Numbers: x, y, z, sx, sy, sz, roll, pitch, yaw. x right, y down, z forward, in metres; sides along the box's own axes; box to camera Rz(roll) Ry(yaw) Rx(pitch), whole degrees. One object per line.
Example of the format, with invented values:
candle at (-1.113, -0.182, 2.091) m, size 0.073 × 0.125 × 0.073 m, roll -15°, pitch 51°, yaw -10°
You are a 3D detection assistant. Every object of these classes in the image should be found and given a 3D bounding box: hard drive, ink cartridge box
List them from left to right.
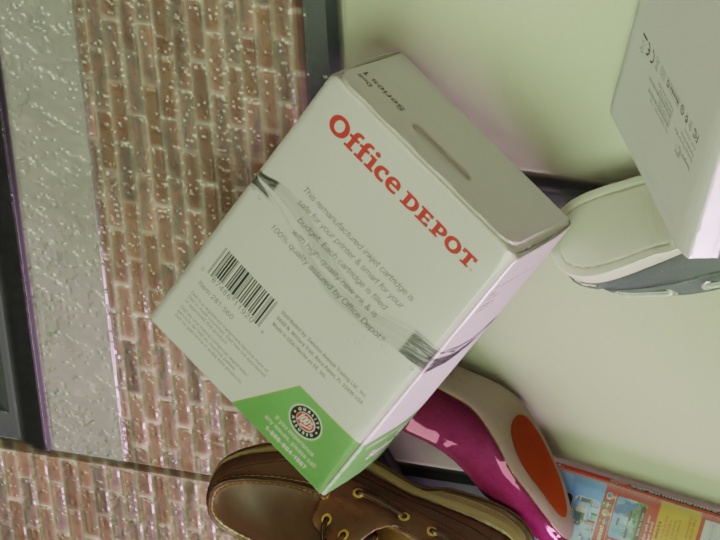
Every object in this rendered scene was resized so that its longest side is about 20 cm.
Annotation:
ink cartridge box at (0.000, 0.000, 1.629) m, size 0.146 × 0.084 × 0.200 m, roll 46°, pitch 120°, yaw 11°
hard drive at (0.177, -0.125, 1.489) m, size 0.026 × 0.132 × 0.200 m, roll -1°, pitch 130°, yaw -17°

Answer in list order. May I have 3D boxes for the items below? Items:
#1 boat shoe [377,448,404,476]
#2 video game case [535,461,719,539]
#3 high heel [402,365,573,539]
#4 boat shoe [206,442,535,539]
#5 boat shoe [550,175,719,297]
boat shoe at (0.024, 0.170, 1.796) m, size 0.072 × 0.065 × 0.200 m, roll -7°, pitch 121°, yaw 51°
video game case at (0.169, 0.205, 1.753) m, size 0.199 × 0.017 × 0.143 m, roll 17°, pitch 97°, yaw 8°
high heel at (0.040, 0.094, 1.733) m, size 0.096 × 0.067 × 0.200 m, roll -34°, pitch 93°, yaw 25°
boat shoe at (0.000, 0.154, 1.705) m, size 0.199 × 0.068 × 0.072 m, roll 15°, pitch 122°, yaw 14°
boat shoe at (0.205, -0.026, 1.600) m, size 0.199 × 0.073 × 0.062 m, roll -12°, pitch 155°, yaw 22°
